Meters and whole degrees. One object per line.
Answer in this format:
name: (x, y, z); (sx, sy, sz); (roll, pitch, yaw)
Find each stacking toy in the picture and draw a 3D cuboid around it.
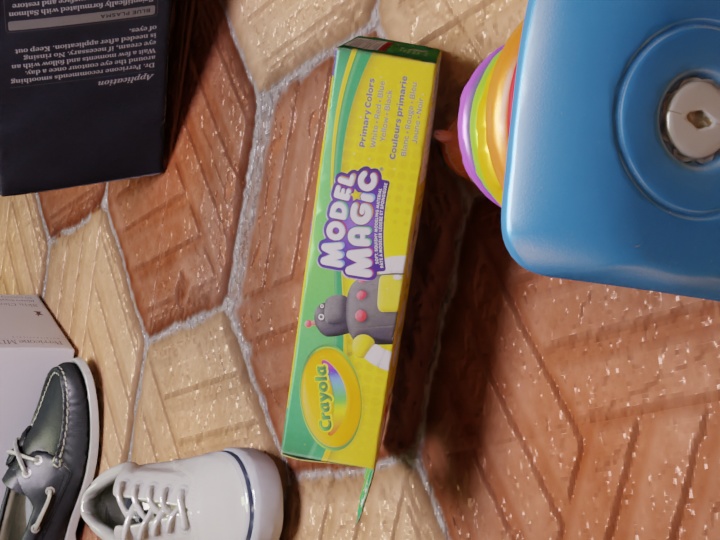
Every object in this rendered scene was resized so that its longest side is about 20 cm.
stacking toy: (0.077, -0.052, 0.538); (0.200, 0.114, 0.112); (-171, 89, -73)

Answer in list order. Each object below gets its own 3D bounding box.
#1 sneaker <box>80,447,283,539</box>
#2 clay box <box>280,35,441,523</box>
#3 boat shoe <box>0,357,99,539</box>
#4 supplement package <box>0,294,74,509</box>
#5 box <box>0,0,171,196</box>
sneaker: (-0.111, 0.147, 0.859); (0.199, 0.070, 0.074); (-23, 69, 57)
clay box: (0.000, 0.000, 0.649); (0.115, 0.047, 0.203); (-69, -12, -78)
boat shoe: (-0.244, 0.162, 1.095); (0.075, 0.060, 0.203); (34, 118, 55)
supplement package: (-0.345, 0.109, 1.132); (0.111, 0.198, 0.158); (40, 122, 52)
box: (-0.199, -0.191, 0.930); (0.201, 0.116, 0.199); (105, 151, -54)
